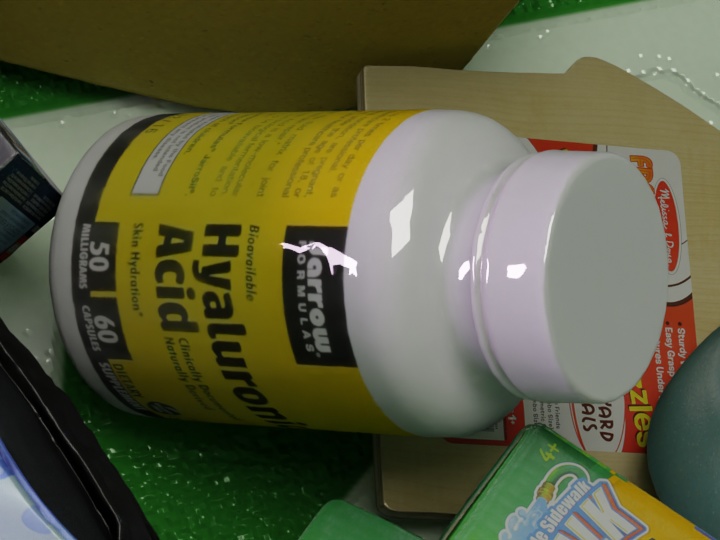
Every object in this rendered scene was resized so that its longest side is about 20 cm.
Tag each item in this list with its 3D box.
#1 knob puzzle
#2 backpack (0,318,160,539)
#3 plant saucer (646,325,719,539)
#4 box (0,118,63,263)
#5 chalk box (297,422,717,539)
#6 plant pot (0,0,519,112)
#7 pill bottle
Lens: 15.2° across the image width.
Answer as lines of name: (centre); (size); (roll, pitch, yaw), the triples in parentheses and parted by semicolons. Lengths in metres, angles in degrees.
knob puzzle: (0.094, 0.014, 1.039); (0.219, 0.030, 0.221); (7, 67, -17)
backpack: (-0.149, 0.088, 0.868); (0.147, 0.183, 0.200); (-40, 71, -4)
plant saucer: (0.201, 0.049, 0.958); (0.199, 0.036, 0.200); (-4, 34, 3)
box: (-0.185, -0.094, 0.929); (0.038, 0.137, 0.200); (-40, 85, -2)
chalk box: (0.059, 0.146, 0.905); (0.200, 0.124, 0.125); (33, 59, 8)
plant pot: (-0.023, -0.172, 1.038); (0.199, 0.194, 0.196); (21, 58, -13)
pill bottle: (0.000, 0.000, 0.929); (0.199, 0.111, 0.112); (1, 51, 35)
